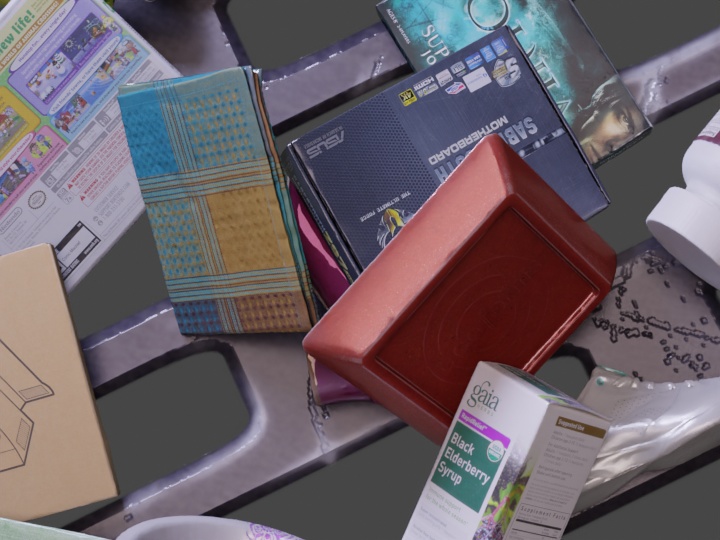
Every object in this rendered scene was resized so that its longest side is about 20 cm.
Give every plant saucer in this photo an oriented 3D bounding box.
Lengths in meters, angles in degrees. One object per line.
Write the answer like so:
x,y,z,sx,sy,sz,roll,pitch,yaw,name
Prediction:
0.084,0.029,1.314,0.200,0.200,0.037,-48,46,4,plant saucer

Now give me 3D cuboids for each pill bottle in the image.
0.308,-0.086,1.363,0.109,0.110,0.200,39,86,10,pill bottle

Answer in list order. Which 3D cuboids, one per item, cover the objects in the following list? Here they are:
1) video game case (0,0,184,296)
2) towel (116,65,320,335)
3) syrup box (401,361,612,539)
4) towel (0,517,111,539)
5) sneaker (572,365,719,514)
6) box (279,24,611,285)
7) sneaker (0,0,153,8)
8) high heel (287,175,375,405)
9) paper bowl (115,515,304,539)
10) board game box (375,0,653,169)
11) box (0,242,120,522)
-0.234,-0.105,1.414,0.182,0.022,0.200,43,98,-10,video game case
-0.106,-0.049,1.369,0.146,0.022,0.202,-2,108,40,towel
0.094,0.175,1.321,0.078,0.081,0.202,29,99,46,syrup box
-0.277,0.287,1.387,0.151,0.023,0.202,11,88,7,towel
0.208,0.104,1.364,0.198,0.075,0.089,-24,67,2,sneaker
0.062,-0.066,1.357,0.199,0.051,0.159,-29,87,-14,box
-0.236,-0.227,1.435,0.198,0.075,0.077,-10,108,31,sneaker
0.000,0.000,1.393,0.095,0.067,0.202,-9,92,8,high heel
-0.090,0.261,1.298,0.199,0.201,0.105,18,103,8,paper bowl
0.119,-0.157,1.433,0.135,0.028,0.201,-32,80,0,board game box
-0.287,0.097,1.414,0.162,0.021,0.202,-16,90,3,box
